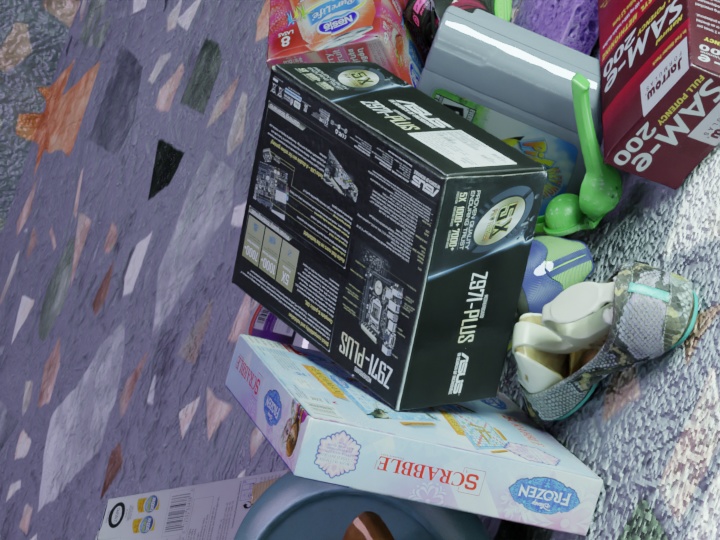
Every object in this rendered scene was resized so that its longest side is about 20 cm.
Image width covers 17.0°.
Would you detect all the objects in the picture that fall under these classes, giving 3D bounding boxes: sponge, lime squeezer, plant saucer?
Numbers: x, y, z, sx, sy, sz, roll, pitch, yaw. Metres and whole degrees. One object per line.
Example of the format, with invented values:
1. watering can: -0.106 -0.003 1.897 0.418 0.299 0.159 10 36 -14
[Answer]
1. sponge: 0.128 -0.140 1.778 0.200 0.030 0.112 -68 19 11
2. lime squeezer: 0.132 -0.051 1.601 0.200 0.071 0.038 123 170 -56
3. plant saucer: -0.002 0.220 1.581 0.201 0.200 0.027 -69 -17 8

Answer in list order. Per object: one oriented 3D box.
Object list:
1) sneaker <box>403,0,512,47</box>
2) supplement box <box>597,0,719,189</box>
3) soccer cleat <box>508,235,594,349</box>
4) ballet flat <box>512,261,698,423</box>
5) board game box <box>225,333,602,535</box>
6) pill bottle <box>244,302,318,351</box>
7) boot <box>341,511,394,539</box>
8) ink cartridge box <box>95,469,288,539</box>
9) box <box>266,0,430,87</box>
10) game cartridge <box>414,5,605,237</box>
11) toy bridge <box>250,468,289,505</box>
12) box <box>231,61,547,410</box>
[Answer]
1. sneaker: 0.073 -0.173 1.787 0.200 0.084 0.077 -102 34 -59
2. supplement box: 0.203 -0.166 1.547 0.109 0.061 0.200 -50 29 46
3. soccer cleat: 0.111 0.017 1.655 0.065 0.084 0.200 65 169 3
4. ballet flat: 0.136 0.042 1.530 0.200 0.072 0.072 -39 37 57
5. board game box: 0.030 0.104 1.563 0.200 0.199 0.041 -137 62 -70
6. pill bottle: -0.010 0.063 1.845 0.200 0.111 0.112 9 81 70
7. boot: 0.007 0.283 1.514 0.200 0.068 0.188 47 122 30
8. ink cartridge box: -0.137 0.237 1.887 0.137 0.200 0.076 -80 -23 -52
9. box: 0.005 -0.141 1.853 0.200 0.095 0.100 61 -156 -48
10. game cartridge: 0.094 -0.087 1.643 0.200 0.133 0.041 110 180 -53
11. toy bridge: -0.033 0.074 1.725 0.067 0.027 0.200 -19 52 43
12. box: 0.015 -0.027 1.578 0.200 0.086 0.164 35 121 46
